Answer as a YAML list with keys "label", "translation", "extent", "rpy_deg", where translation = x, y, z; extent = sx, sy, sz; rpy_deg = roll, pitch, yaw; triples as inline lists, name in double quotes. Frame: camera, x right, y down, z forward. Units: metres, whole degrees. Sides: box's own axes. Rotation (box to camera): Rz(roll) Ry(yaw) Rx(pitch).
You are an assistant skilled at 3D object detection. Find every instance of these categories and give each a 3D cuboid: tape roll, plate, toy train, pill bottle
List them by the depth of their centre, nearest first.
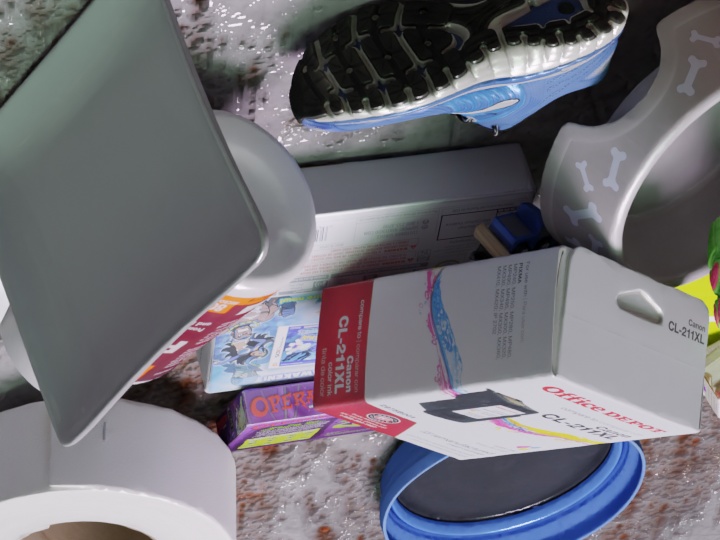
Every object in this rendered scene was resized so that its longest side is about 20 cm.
- label: "plate"
  translation: [-0.131, -0.037, 1.533]
  extent: [0.032, 0.201, 0.200]
  rpy_deg: [2, 144, -43]
- label: "pill bottle"
  translation: [-0.124, -0.002, 1.641]
  extent: [0.114, 0.115, 0.200]
  rpy_deg: [10, 150, -34]
- label: "toy train"
  translation: [0.145, -0.029, 1.754]
  extent: [0.199, 0.034, 0.046]
  rpy_deg: [-14, 142, -41]
- label: "tape roll"
  translation: [-0.182, 0.163, 1.887]
  extent: [0.201, 0.071, 0.203]
  rpy_deg: [-1, 148, -1]

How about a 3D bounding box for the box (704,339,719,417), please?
- label: "box"
  translation: [0.320, 0.034, 1.919]
  extent: [0.199, 0.039, 0.041]
  rpy_deg: [-29, 158, -4]

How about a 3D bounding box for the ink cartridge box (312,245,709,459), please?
- label: "ink cartridge box"
  translation: [0.091, 0.053, 1.708]
  extent: [0.199, 0.083, 0.145]
  rpy_deg: [-10, 157, 44]

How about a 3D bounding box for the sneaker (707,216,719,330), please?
- label: "sneaker"
  translation: [0.257, 0.016, 1.699]
  extent: [0.083, 0.077, 0.200]
  rpy_deg: [-10, 158, 11]

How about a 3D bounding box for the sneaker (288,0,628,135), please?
- label: "sneaker"
  translation: [0.058, -0.108, 1.612]
  extent: [0.199, 0.079, 0.089]
  rpy_deg: [-12, 144, -5]

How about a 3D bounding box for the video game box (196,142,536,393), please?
- label: "video game box"
  translation: [0.000, 0.000, 1.776]
  extent: [0.199, 0.047, 0.183]
  rpy_deg: [-7, 143, -13]

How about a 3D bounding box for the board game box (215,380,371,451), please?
- label: "board game box"
  translation: [0.009, 0.089, 1.888]
  extent: [0.199, 0.033, 0.120]
  rpy_deg: [-7, 173, -14]

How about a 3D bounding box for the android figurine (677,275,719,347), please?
- label: "android figurine"
  translation: [0.196, 0.032, 1.908]
  extent: [0.181, 0.041, 0.200]
  rpy_deg: [-1, 145, -20]

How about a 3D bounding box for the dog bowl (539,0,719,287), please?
- label: "dog bowl"
  translation: [0.203, -0.072, 1.680]
  extent: [0.199, 0.059, 0.201]
  rpy_deg: [-27, 145, -21]

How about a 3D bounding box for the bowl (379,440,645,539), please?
- label: "bowl"
  translation: [0.108, 0.152, 2.049]
  extent: [0.199, 0.040, 0.201]
  rpy_deg: [-11, 147, -7]

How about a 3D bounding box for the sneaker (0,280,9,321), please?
- label: "sneaker"
  translation: [-0.282, 0.031, 1.696]
  extent: [0.114, 0.073, 0.201]
  rpy_deg: [7, 134, -19]
